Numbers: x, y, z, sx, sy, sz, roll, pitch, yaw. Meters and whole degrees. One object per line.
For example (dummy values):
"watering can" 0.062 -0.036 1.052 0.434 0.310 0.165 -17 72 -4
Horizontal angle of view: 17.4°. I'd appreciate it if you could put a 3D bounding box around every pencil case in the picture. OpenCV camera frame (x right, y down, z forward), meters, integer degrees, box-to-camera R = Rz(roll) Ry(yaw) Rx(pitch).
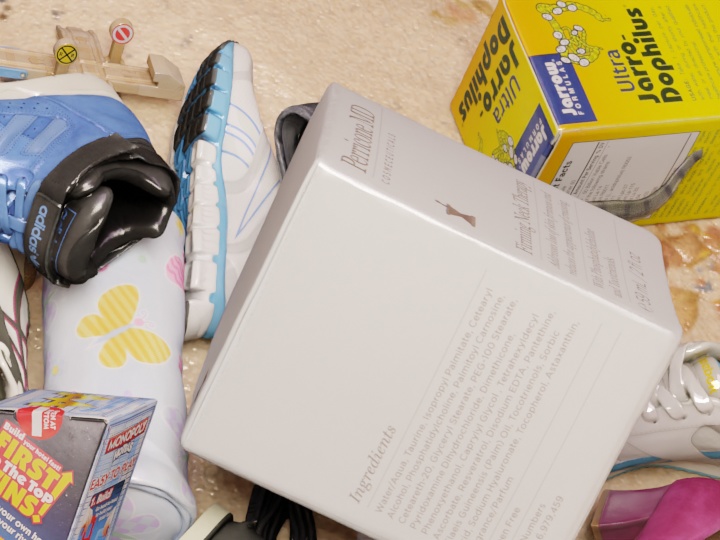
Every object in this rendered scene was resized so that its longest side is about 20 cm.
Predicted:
"pencil case" -0.131 0.055 1.252 0.082 0.091 0.201 3 56 -11

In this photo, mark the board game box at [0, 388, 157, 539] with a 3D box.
"board game box" -0.196 0.113 1.121 0.200 0.200 0.062 37 16 10

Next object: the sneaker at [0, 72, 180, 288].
"sneaker" -0.184 -0.039 1.195 0.199 0.077 0.111 -11 43 -37

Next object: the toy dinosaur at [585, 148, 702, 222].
"toy dinosaur" 0.112 -0.021 1.401 0.199 0.088 0.048 -13 59 -28

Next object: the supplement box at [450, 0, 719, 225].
"supplement box" 0.175 -0.102 1.472 0.198 0.109 0.110 -6 57 -23

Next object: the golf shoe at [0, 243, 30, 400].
"golf shoe" -0.199 0.040 1.218 0.077 0.088 0.202 -6 73 -19

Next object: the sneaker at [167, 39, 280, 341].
"sneaker" -0.066 -0.041 1.375 0.086 0.075 0.201 12 59 -19

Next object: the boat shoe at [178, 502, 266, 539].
"boat shoe" -0.101 0.198 1.169 0.063 0.074 0.201 33 46 11

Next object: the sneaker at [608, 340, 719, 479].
"sneaker" 0.167 0.075 1.354 0.198 0.081 0.077 0 56 -18

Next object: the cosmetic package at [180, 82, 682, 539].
"cosmetic package" 0.035 0.035 1.205 0.199 0.167 0.168 25 17 -6

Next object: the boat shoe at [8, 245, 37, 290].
"boat shoe" -0.264 -0.055 1.309 0.072 0.072 0.200 -32 77 -33

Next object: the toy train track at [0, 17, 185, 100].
"toy train track" -0.197 -0.131 1.383 0.198 0.033 0.115 6 33 -22

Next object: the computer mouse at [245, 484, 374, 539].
"computer mouse" 0.037 0.141 1.282 0.199 0.044 0.110 20 49 -4

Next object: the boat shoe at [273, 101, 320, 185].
"boat shoe" 0.000 0.000 1.320 0.068 0.071 0.202 -6 79 -59

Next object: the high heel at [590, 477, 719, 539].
"high heel" 0.163 0.190 1.258 0.095 0.068 0.200 -4 34 21
